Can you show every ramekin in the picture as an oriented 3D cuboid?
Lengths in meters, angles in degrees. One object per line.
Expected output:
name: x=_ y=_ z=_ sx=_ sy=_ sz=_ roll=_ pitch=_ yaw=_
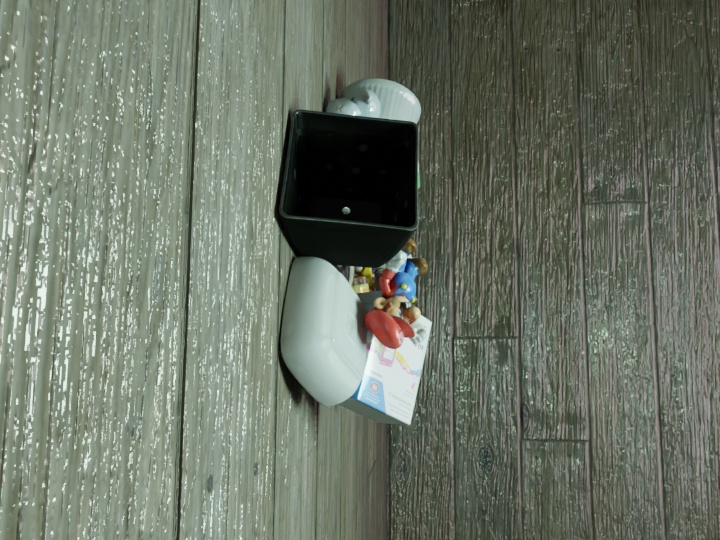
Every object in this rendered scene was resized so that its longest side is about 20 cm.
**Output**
ramekin: x=0.040 y=-0.352 z=1.462 sx=0.201 sy=0.197 sz=0.099 roll=75 pitch=23 yaw=-66

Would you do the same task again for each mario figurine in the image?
mario figurine: x=0.080 y=0.042 z=1.028 sx=0.106 sy=0.122 sz=0.202 roll=-51 pitch=-163 yaw=50

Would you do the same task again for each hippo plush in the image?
hippo plush: x=0.010 y=-0.289 z=1.277 sx=0.160 sy=0.197 sz=0.163 roll=-122 pitch=-163 yaw=-59

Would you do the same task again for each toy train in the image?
toy train: x=0.000 y=0.000 z=1.258 sx=0.150 sy=0.055 sz=0.203 roll=77 pitch=8 yaw=-76

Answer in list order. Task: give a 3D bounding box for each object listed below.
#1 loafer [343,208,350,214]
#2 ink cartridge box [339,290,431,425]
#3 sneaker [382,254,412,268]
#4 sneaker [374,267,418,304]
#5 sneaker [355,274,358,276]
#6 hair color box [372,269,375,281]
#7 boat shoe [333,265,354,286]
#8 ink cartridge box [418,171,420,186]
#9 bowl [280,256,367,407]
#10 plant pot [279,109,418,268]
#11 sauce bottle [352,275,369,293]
loafer: x=-0.046 y=-0.129 z=1.252 sx=0.200 sy=0.074 sz=0.071 roll=32 pitch=46 yaw=-88
ink cartridge box: x=0.038 y=0.156 z=1.103 sx=0.144 sy=0.084 sz=0.203 roll=33 pitch=61 yaw=-36
sneaker: x=0.074 y=-0.034 z=1.382 sx=0.116 sy=0.073 sz=0.202 roll=-85 pitch=161 yaw=-58
sneaker: x=0.071 y=0.042 z=1.273 sx=0.076 sy=0.070 sz=0.200 roll=63 pitch=1 yaw=15
sneaker: x=-0.016 y=-0.003 z=1.415 sx=0.202 sy=0.080 sz=0.075 roll=83 pitch=9 yaw=-46
hair color box: x=0.033 y=0.081 z=1.427 sx=0.201 sy=0.064 sz=0.110 roll=-81 pitch=180 yaw=-53
boat shoe: x=-0.056 y=0.020 z=1.125 sx=0.064 sy=0.071 sz=0.203 roll=-6 pitch=96 yaw=-51
ink cartridge box: x=0.042 y=-0.190 z=1.442 sx=0.200 sy=0.084 sz=0.146 roll=-44 pitch=158 yaw=-11
bowl: x=-0.046 y=0.094 z=0.971 sx=0.200 sy=0.074 sz=0.202 roll=58 pitch=30 yaw=-47
plant pot: x=-0.019 y=-0.109 z=0.977 sx=0.178 sy=0.196 sz=0.202 roll=100 pitch=-6 yaw=-59
sauce bottle: x=-0.002 y=0.112 z=1.175 sx=0.066 sy=0.065 sz=0.203 roll=-16 pitch=96 yaw=-83
